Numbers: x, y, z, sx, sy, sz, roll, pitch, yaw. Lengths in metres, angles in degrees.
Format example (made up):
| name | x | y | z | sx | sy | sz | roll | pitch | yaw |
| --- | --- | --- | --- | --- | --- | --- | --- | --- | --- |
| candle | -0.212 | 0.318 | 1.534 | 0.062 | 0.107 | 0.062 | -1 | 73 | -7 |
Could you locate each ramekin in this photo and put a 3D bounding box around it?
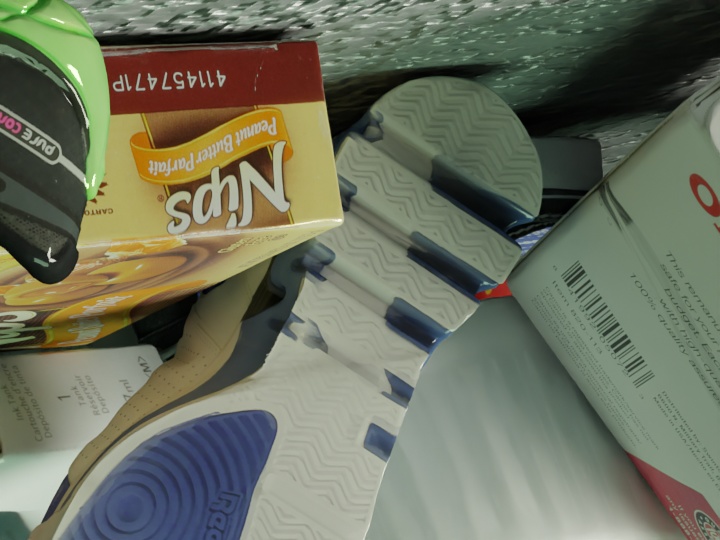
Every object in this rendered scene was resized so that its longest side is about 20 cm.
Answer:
| name | x | y | z | sx | sy | sz | roll | pitch | yaw |
| --- | --- | --- | --- | --- | --- | --- | --- | --- | --- |
| ramekin | 0.033 | 0.105 | 0.911 | 0.199 | 0.098 | 0.201 | -18 | 150 | -10 |

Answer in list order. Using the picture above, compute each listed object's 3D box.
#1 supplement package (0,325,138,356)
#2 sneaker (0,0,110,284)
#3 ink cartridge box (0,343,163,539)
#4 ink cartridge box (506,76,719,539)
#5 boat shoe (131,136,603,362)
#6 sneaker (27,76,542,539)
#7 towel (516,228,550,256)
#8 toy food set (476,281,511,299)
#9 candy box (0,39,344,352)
| name | x | y | z | sx | sy | sz | roll | pitch | yaw |
| --- | --- | --- | --- | --- | --- | --- | --- | --- | --- |
| supplement package | -0.070 | 0.053 | 1.020 | 0.199 | 0.118 | 0.117 | -7 | 168 | -15 |
| sneaker | -0.154 | -0.014 | 0.564 | 0.199 | 0.084 | 0.077 | -9 | 172 | 4 |
| ink cartridge box | -0.174 | 0.100 | 0.843 | 0.173 | 0.044 | 0.200 | -4 | 146 | -50 |
| ink cartridge box | 0.137 | 0.017 | 0.766 | 0.083 | 0.147 | 0.200 | -33 | 175 | -17 |
| boat shoe | -0.002 | 0.000 | 0.891 | 0.198 | 0.068 | 0.073 | -13 | 172 | 28 |
| sneaker | -0.025 | 0.030 | 0.793 | 0.080 | 0.200 | 0.115 | 37 | 173 | -12 |
| towel | 0.139 | -0.022 | 1.086 | 0.144 | 0.024 | 0.200 | -8 | 171 | 14 |
| toy food set | 0.038 | 0.079 | 1.133 | 0.197 | 0.201 | 0.049 | -20 | 143 | 2 |
| candy box | -0.100 | -0.014 | 0.731 | 0.115 | 0.056 | 0.200 | -4 | 172 | -27 |
